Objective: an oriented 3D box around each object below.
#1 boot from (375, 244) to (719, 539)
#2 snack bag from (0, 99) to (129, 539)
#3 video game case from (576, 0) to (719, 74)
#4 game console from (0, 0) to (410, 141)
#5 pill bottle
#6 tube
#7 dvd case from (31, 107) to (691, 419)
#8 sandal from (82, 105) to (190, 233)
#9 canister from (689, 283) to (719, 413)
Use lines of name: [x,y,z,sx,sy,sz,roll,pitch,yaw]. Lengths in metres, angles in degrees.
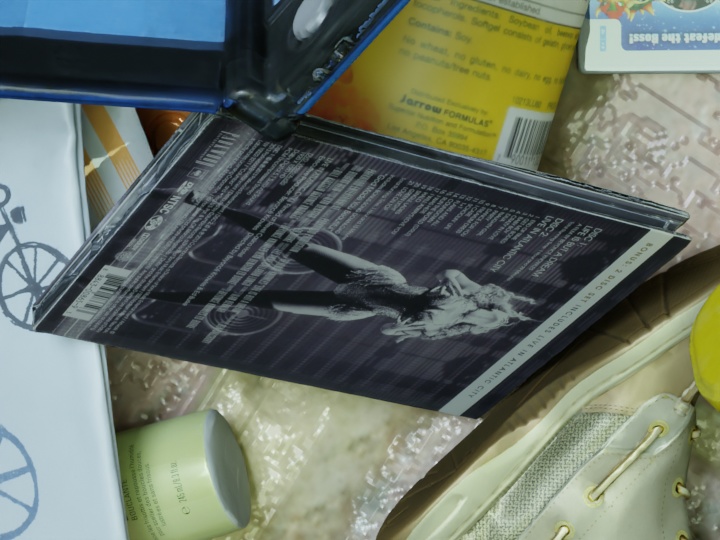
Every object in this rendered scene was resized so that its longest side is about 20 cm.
boot: [0.126,0.099,0.897,0.200,0.073,0.156,-41,95,5]
snack bag: [-0.180,0.026,0.897,0.187,0.021,0.202,-3,97,25]
video game case: [0.156,-0.179,0.885,0.142,0.018,0.202,0,97,4]
game console: [-0.053,-0.147,0.750,0.118,0.201,0.171,29,123,-25]
pill bottle: [0.036,-0.125,0.852,0.110,0.111,0.201,17,99,2]
tube: [-0.144,0.108,0.930,0.199,0.058,0.052,-16,138,12]
dvd case: [0.000,0.000,0.830,0.199,0.016,0.149,13,143,-28]
sandal: [-0.130,-0.018,0.905,0.206,0.059,0.079,-34,94,7]
canister: [0.234,0.058,0.834,0.148,0.087,0.200,-36,116,22]
